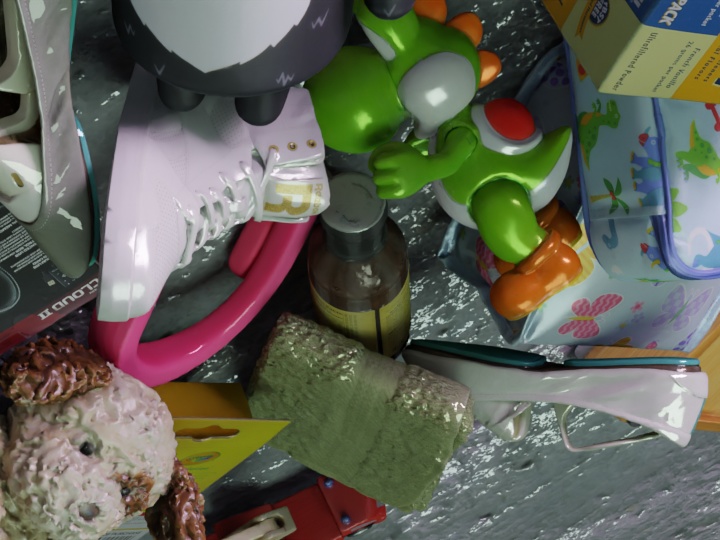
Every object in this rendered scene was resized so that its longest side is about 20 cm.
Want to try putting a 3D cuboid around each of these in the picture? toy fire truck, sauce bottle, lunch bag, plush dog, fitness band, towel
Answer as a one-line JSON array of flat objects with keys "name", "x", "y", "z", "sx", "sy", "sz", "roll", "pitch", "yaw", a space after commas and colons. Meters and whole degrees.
[{"name": "toy fire truck", "x": -0.077, "y": 0.192, "z": 1.504, "sx": 0.200, "sy": 0.049, "sz": 0.141, "roll": -25, "pitch": 169, "yaw": -2}, {"name": "sauce bottle", "x": 0.000, "y": 0.000, "z": 1.306, "sx": 0.065, "sy": 0.065, "sz": 0.200, "roll": -21, "pitch": 157, "yaw": -9}, {"name": "lunch bag", "x": 0.202, "y": -0.098, "z": 1.227, "sx": 0.160, "sy": 0.201, "sz": 0.082, "roll": -8, "pitch": -177, "yaw": -36}, {"name": "plush dog", "x": -0.184, "y": 0.125, "z": 1.231, "sx": 0.172, "sy": 0.161, "sz": 0.200, "roll": -33, "pitch": 126, "yaw": 5}, {"name": "fitness band", "x": -0.089, "y": -0.008, "z": 1.244, "sx": 0.143, "sy": 0.037, "sz": 0.200, "roll": -28, "pitch": 154, "yaw": -44}, {"name": "lunch bag", "x": 0.172, "y": -0.052, "z": 1.330, "sx": 0.169, "sy": 0.127, "sz": 0.200, "roll": 5, "pitch": 122, "yaw": -38}, {"name": "towel", "x": -0.006, "y": 0.094, "z": 1.384, "sx": 0.148, "sy": 0.037, "sz": 0.200, "roll": 24, "pitch": 155, "yaw": 3}]

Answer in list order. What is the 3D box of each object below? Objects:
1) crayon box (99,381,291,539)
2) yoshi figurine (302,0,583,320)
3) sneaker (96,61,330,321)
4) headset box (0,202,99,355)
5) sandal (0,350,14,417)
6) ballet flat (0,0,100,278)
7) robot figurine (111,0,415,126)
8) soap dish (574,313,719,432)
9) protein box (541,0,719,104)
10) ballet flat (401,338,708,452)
[{"name": "crayon box", "x": -0.155, "y": 0.124, "z": 1.368, "sx": 0.127, "sy": 0.051, "sz": 0.200, "roll": 5, "pitch": 146, "yaw": -47}, {"name": "yoshi figurine", "x": 0.038, "y": -0.065, "z": 1.206, "sx": 0.112, "sy": 0.200, "sz": 0.112, "roll": -45, "pitch": -161, "yaw": -30}, {"name": "sneaker", "x": -0.072, "y": -0.042, "z": 1.088, "sx": 0.115, "sy": 0.200, "sz": 0.074, "roll": 12, "pitch": 131, "yaw": -5}, {"name": "headset box", "x": -0.237, "y": -0.017, "z": 1.147, "sx": 0.149, "sy": 0.077, "sz": 0.200, "roll": -30, "pitch": 146, "yaw": 7}, {"name": "sandal", "x": -0.230, "y": 0.073, "z": 1.308, "sx": 0.200, "sy": 0.043, "sz": 0.076, "roll": -5, "pitch": 149, "yaw": -38}, {"name": "ballet flat", "x": -0.169, "y": -0.085, "z": 1.036, "sx": 0.064, "sy": 0.067, "sz": 0.201, "roll": -16, "pitch": 120, "yaw": -31}, {"name": "robot figurine", "x": -0.062, "y": -0.164, "z": 1.022, "sx": 0.150, "sy": 0.125, "sz": 0.200, "roll": -18, "pitch": 141, "yaw": -21}, {"name": "soap dish", "x": 0.268, "y": 0.037, "z": 1.545, "sx": 0.157, "sy": 0.081, "sz": 0.200, "roll": 9, "pitch": 133, "yaw": -40}, {"name": "protein box", "x": 0.183, "y": -0.199, "z": 1.075, "sx": 0.198, "sy": 0.200, "sz": 0.135, "roll": 2, "pitch": 136, "yaw": -35}, {"name": "ballet flat", "x": 0.120, "y": 0.081, "z": 1.344, "sx": 0.199, "sy": 0.070, "sz": 0.069, "roll": 4, "pitch": 150, "yaw": 17}]
